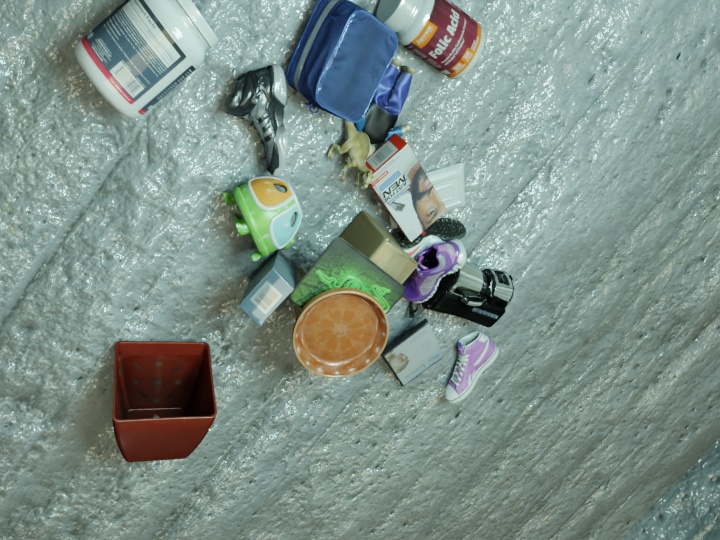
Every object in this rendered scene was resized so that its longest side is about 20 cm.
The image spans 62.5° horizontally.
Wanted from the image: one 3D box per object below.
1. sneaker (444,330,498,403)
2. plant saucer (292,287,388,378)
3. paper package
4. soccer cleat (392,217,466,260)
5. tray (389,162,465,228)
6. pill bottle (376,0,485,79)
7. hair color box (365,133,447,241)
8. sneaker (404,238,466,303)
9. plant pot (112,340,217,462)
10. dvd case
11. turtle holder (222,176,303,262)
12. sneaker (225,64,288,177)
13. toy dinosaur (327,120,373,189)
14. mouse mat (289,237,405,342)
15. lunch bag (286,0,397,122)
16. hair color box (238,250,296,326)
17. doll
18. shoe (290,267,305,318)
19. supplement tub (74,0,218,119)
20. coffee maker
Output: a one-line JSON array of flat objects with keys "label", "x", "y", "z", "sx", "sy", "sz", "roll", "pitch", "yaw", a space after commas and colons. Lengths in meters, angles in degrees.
[{"label": "sneaker", "x": 0.273, "y": 0.252, "z": 1.595, "sx": 0.114, "sy": 0.072, "sz": 0.202, "roll": 40, "pitch": 86, "yaw": -30}, {"label": "plant saucer", "x": -0.040, "y": 0.123, "z": 1.179, "sx": 0.193, "sy": 0.033, "sz": 0.206, "roll": -6, "pitch": 120, "yaw": -11}, {"label": "paper package", "x": 0.000, "y": 0.000, "z": 1.264, "sx": 0.103, "sy": 0.191, "sz": 0.201, "roll": 36, "pitch": 99, "yaw": -28}, {"label": "soccer cleat", "x": 0.156, "y": -0.067, "z": 1.383, "sx": 0.194, "sy": 0.069, "sz": 0.074, "roll": -17, "pitch": 146, "yaw": -19}, {"label": "tray", "x": 0.155, "y": -0.167, "z": 1.347, "sx": 0.194, "sy": 0.022, "sz": 0.110, "roll": -18, "pitch": 123, "yaw": -14}, {"label": "pill bottle", "x": 0.133, "y": -0.463, "z": 1.126, "sx": 0.196, "sy": 0.115, "sz": 0.116, "roll": 21, "pitch": 107, "yaw": -31}, {"label": "hair color box", "x": 0.092, "y": -0.172, "z": 1.256, "sx": 0.110, "sy": 0.064, "sz": 0.201, "roll": -39, "pitch": 131, "yaw": 2}, {"label": "sneaker", "x": 0.150, "y": 0.000, "z": 1.351, "sx": 0.086, "sy": 0.082, "sz": 0.201, "roll": 1, "pitch": 144, "yaw": -38}, {"label": "plant pot", "x": -0.420, "y": 0.286, "z": 1.246, "sx": 0.193, "sy": 0.203, "sz": 0.180, "roll": 4, "pitch": 128, "yaw": -24}, {"label": "dvd case", "x": 0.135, "y": 0.213, "z": 1.503, "sx": 0.141, "sy": 0.018, "sz": 0.201, "roll": -36, "pitch": 143, "yaw": -3}, {"label": "turtle holder", "x": -0.178, "y": -0.096, "z": 1.169, "sx": 0.129, "sy": 0.141, "sz": 0.190, "roll": -26, "pitch": 122, "yaw": -9}, {"label": "sneaker", "x": -0.195, "y": -0.277, "z": 1.109, "sx": 0.110, "sy": 0.076, "sz": 0.207, "roll": -6, "pitch": 113, "yaw": -19}, {"label": "toy dinosaur", "x": -0.017, "y": -0.247, "z": 1.193, "sx": 0.057, "sy": 0.206, "sz": 0.100, "roll": -6, "pitch": 163, "yaw": -42}, {"label": "mouse mat", "x": -0.024, "y": 0.045, "z": 1.165, "sx": 0.198, "sy": 0.008, "sz": 0.162, "roll": 35, "pitch": 104, "yaw": -28}, {"label": "lunch bag", "x": -0.042, "y": -0.380, "z": 1.086, "sx": 0.134, "sy": 0.132, "sz": 0.204, "roll": 17, "pitch": 109, "yaw": -46}, {"label": "hair color box", "x": -0.182, "y": 0.030, "z": 1.194, "sx": 0.061, "sy": 0.200, "sz": 0.099, "roll": 43, "pitch": 96, "yaw": -12}, {"label": "doll", "x": 0.049, "y": -0.318, "z": 1.205, "sx": 0.133, "sy": 0.049, "sz": 0.205, "roll": 17, "pitch": 108, "yaw": -29}, {"label": "shoe", "x": -0.126, "y": 0.089, "z": 1.330, "sx": 0.052, "sy": 0.070, "sz": 0.205, "roll": -22, "pitch": 125, "yaw": -19}, {"label": "supplement tub", "x": -0.342, "y": -0.361, "z": 0.958, "sx": 0.198, "sy": 0.141, "sz": 0.141, "roll": -39, "pitch": 124, "yaw": 0}, {"label": "coffee maker", "x": 0.247, "y": 0.055, "z": 1.454, "sx": 0.195, "sy": 0.139, "sz": 0.191, "roll": 19, "pitch": 149, "yaw": -29}]
